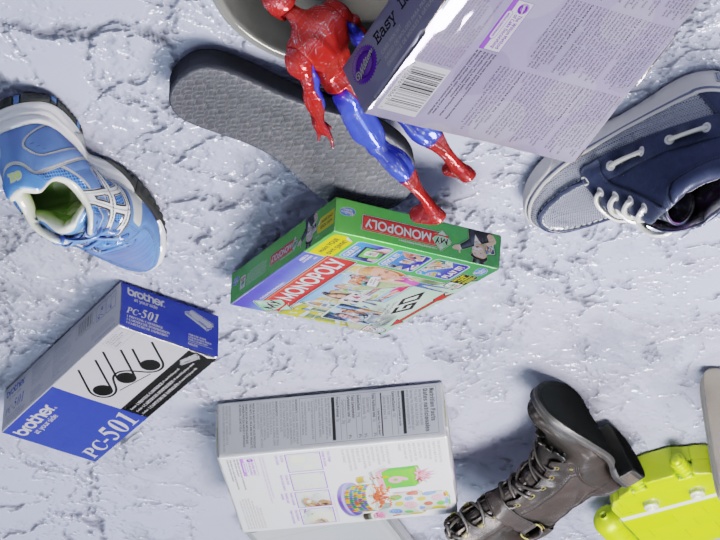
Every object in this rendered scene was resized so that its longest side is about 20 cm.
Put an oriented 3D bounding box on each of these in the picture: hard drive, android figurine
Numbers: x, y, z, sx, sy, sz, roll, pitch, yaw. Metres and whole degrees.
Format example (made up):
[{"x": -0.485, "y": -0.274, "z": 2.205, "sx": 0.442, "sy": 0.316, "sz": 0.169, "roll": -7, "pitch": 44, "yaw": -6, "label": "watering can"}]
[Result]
[{"x": -0.015, "y": 0.274, "z": 2.068, "sx": 0.132, "sy": 0.026, "sz": 0.200, "roll": -13, "pitch": 144, "yaw": 15, "label": "hard drive"}, {"x": 0.309, "y": 0.219, "z": 2.002, "sx": 0.182, "sy": 0.041, "sz": 0.200, "roll": -17, "pitch": 146, "yaw": 20, "label": "android figurine"}]

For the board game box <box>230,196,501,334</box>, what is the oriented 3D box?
[{"x": 0.000, "y": 0.000, "z": 1.608, "sx": 0.134, "sy": 0.029, "sz": 0.200, "roll": 11, "pitch": 160, "yaw": -22, "label": "board game box"}]

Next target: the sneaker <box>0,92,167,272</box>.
[{"x": -0.205, "y": -0.044, "z": 1.529, "sx": 0.076, "sy": 0.077, "sz": 0.200, "roll": -20, "pitch": 145, "yaw": 20, "label": "sneaker"}]

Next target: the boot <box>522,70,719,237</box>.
[{"x": 0.194, "y": -0.058, "z": 1.528, "sx": 0.073, "sy": 0.091, "sz": 0.200, "roll": 22, "pitch": 139, "yaw": -33, "label": "boot"}]

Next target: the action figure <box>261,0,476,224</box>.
[{"x": -0.002, "y": -0.113, "z": 1.383, "sx": 0.052, "sy": 0.065, "sz": 0.200, "roll": 22, "pitch": 158, "yaw": 51, "label": "action figure"}]

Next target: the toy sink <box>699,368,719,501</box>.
[{"x": 0.382, "y": 0.173, "z": 1.857, "sx": 0.200, "sy": 0.131, "sz": 0.112, "roll": 4, "pitch": 146, "yaw": -12, "label": "toy sink"}]

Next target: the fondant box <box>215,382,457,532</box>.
[{"x": -0.018, "y": 0.167, "z": 1.878, "sx": 0.200, "sy": 0.058, "sz": 0.144, "roll": -5, "pitch": 146, "yaw": 4, "label": "fondant box"}]

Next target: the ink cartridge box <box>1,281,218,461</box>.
[{"x": -0.207, "y": 0.086, "z": 1.753, "sx": 0.094, "sy": 0.044, "sz": 0.200, "roll": 21, "pitch": 140, "yaw": -29, "label": "ink cartridge box"}]

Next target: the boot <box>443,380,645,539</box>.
[{"x": 0.146, "y": 0.191, "z": 1.880, "sx": 0.174, "sy": 0.069, "sz": 0.200, "roll": -34, "pitch": 140, "yaw": 14, "label": "boot"}]

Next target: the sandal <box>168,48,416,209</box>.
[{"x": -0.041, "y": -0.106, "z": 1.490, "sx": 0.200, "sy": 0.043, "sz": 0.076, "roll": 29, "pitch": 128, "yaw": -27, "label": "sandal"}]

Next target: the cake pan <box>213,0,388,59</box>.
[{"x": 0.002, "y": -0.201, "z": 1.345, "sx": 0.200, "sy": 0.037, "sz": 0.200, "roll": -2, "pitch": 147, "yaw": -1, "label": "cake pan"}]

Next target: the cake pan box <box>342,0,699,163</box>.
[{"x": 0.111, "y": -0.160, "z": 1.336, "sx": 0.184, "sy": 0.052, "sz": 0.200, "roll": 10, "pitch": 130, "yaw": -35, "label": "cake pan box"}]
